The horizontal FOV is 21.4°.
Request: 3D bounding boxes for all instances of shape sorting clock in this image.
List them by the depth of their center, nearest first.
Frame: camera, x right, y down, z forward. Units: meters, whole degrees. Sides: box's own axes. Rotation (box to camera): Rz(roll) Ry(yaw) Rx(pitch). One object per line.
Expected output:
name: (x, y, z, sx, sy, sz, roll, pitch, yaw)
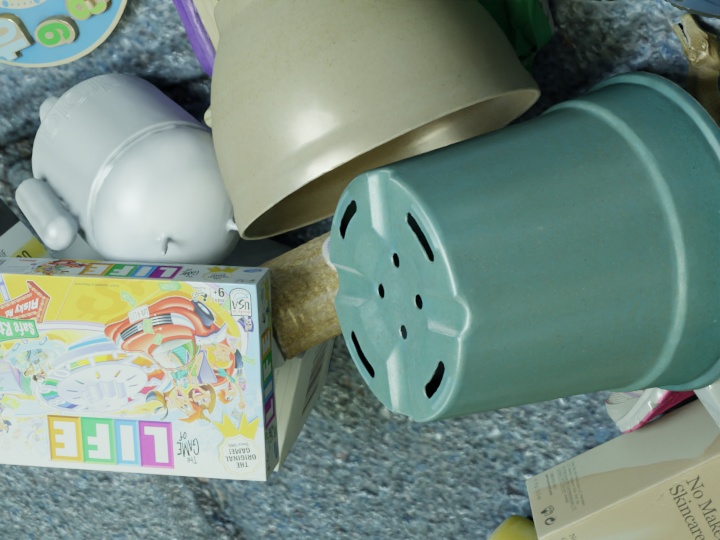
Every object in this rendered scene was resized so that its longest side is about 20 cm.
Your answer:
shape sorting clock: (-0.248, -0.226, 1.299, 0.198, 0.039, 0.201, 14, 131, 16)

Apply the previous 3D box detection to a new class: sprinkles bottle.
sprinkles bottle: (0.000, 0.000, 1.277, 0.199, 0.068, 0.069, -25, 118, -3)

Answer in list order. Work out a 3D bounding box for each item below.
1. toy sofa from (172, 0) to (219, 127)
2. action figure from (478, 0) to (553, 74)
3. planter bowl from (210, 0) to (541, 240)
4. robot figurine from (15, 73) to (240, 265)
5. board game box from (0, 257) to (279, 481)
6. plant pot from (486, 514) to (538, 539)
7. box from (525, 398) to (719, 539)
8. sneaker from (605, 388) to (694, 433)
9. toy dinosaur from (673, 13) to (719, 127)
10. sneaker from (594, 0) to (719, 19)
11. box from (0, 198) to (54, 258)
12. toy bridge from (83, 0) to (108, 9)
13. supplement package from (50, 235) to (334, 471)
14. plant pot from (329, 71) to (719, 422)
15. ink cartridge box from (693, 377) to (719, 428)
toy sofa: (-0.110, -0.198, 1.236, 0.097, 0.083, 0.201, -8, 121, 27)
action figure: (0.076, -0.195, 1.178, 0.117, 0.055, 0.201, -1, 132, 22)
planter bowl: (-0.009, -0.122, 1.148, 0.200, 0.200, 0.136, -29, 84, 37)
robot figurine: (-0.150, -0.061, 1.301, 0.200, 0.169, 0.114, 38, 146, 46)
board game box: (-0.154, 0.063, 1.236, 0.198, 0.034, 0.136, 2, 109, 13)
plant pot: (0.155, 0.289, 1.437, 0.188, 0.201, 0.202, 36, 133, 15)
box: (0.225, 0.156, 1.320, 0.199, 0.078, 0.095, -28, 114, 11)
sneaker: (0.203, 0.034, 1.289, 0.088, 0.081, 0.201, 50, 149, 23)
toy dinosaur: (0.238, -0.063, 1.207, 0.101, 0.058, 0.200, -28, 111, 35)
sneaker: (0.156, -0.200, 1.092, 0.199, 0.075, 0.079, 2, 120, -34)
box: (-0.255, 0.007, 1.309, 0.200, 0.082, 0.049, 49, 129, -6)
toy bridge: (-0.090, -0.220, 1.151, 0.027, 0.200, 0.067, 26, 154, 55)
supplement package: (-0.124, 0.039, 1.400, 0.199, 0.118, 0.117, 20, 129, 7)
plant pot: (0.099, -0.003, 1.139, 0.200, 0.195, 0.202, 35, 132, 51)
ink cartridge box: (0.314, 0.075, 1.240, 0.160, 0.047, 0.200, -40, 125, -2)
